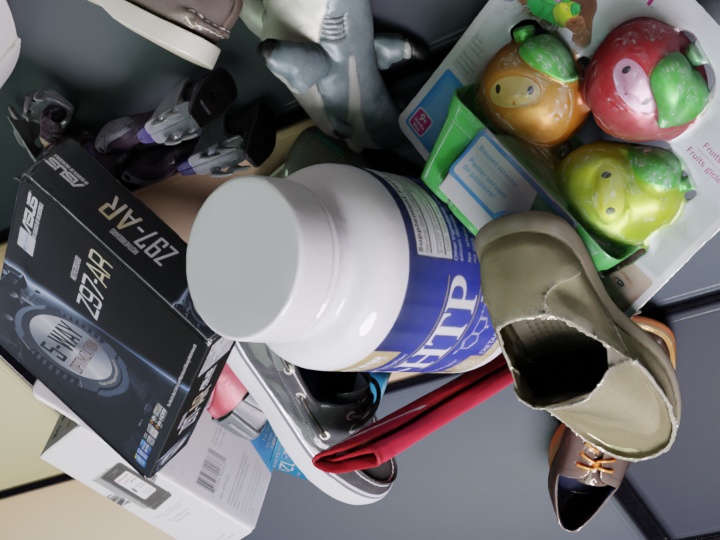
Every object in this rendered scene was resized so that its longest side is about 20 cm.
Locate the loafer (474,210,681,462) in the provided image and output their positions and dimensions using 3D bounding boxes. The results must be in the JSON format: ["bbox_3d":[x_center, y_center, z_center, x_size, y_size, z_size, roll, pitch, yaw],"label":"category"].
[{"bbox_3d":[0.117,0.052,0.764,0.075,0.068,0.200,-15,134,32],"label":"loafer"}]

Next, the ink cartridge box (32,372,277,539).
[{"bbox_3d":[-0.163,0.117,1.071,0.200,0.116,0.067,36,134,-19],"label":"ink cartridge box"}]

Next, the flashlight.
[{"bbox_3d":[-0.144,0.046,1.034,0.200,0.068,0.068,37,171,-17],"label":"flashlight"}]

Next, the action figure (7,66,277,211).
[{"bbox_3d":[-0.156,-0.075,0.912,0.199,0.070,0.130,-16,133,33],"label":"action figure"}]

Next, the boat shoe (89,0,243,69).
[{"bbox_3d":[-0.159,-0.188,0.803,0.200,0.072,0.060,29,93,6],"label":"boat shoe"}]

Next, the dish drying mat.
[{"bbox_3d":[0.061,0.083,0.924,0.077,0.200,0.018,-25,91,53],"label":"dish drying mat"}]

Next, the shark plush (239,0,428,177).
[{"bbox_3d":[0.005,-0.114,0.830,0.083,0.091,0.200,-36,116,5],"label":"shark plush"}]

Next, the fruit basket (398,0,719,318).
[{"bbox_3d":[0.129,-0.085,0.764,0.185,0.094,0.200,48,129,11],"label":"fruit basket"}]

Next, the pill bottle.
[{"bbox_3d":[0.000,0.000,0.820,0.120,0.120,0.200,-28,159,36],"label":"pill bottle"}]

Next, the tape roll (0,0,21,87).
[{"bbox_3d":[-0.324,-0.130,0.823,0.202,0.139,0.203,18,147,12],"label":"tape roll"}]

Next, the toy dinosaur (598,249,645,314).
[{"bbox_3d":[0.126,-0.004,0.909,0.199,0.077,0.103,-8,105,35],"label":"toy dinosaur"}]

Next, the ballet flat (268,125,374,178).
[{"bbox_3d":[-0.050,-0.023,0.948,0.064,0.067,0.200,44,137,11],"label":"ballet flat"}]

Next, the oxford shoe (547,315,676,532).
[{"bbox_3d":[0.180,0.114,0.998,0.071,0.073,0.200,12,136,4],"label":"oxford shoe"}]

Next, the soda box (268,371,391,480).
[{"bbox_3d":[-0.013,0.074,1.017,0.064,0.068,0.200,19,136,-1],"label":"soda box"}]

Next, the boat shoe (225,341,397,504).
[{"bbox_3d":[-0.023,0.079,0.933,0.066,0.070,0.200,-17,117,34],"label":"boat shoe"}]

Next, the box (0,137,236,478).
[{"bbox_3d":[-0.164,0.032,0.919,0.160,0.044,0.200,42,143,8],"label":"box"}]
